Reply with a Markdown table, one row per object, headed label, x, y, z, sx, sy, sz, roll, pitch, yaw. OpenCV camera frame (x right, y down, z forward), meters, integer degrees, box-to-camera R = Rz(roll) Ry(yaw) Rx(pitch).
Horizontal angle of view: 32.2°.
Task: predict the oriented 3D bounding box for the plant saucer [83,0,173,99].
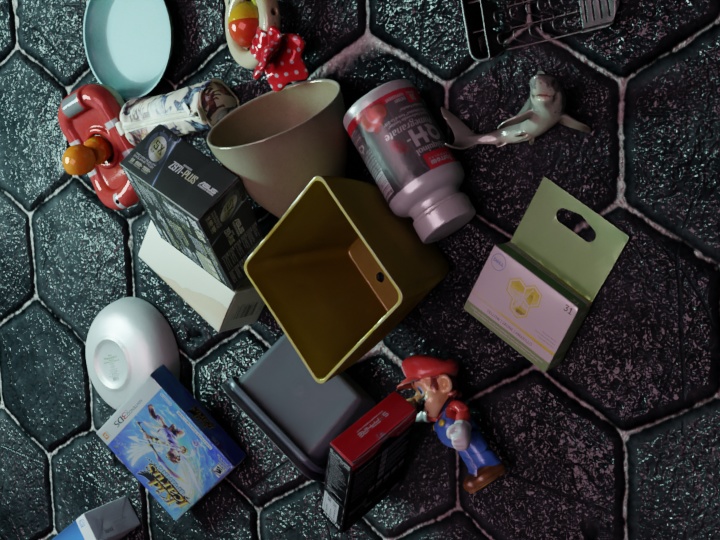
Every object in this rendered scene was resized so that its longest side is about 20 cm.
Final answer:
| label | x | y | z | sx | sy | sz | roll | pitch | yaw |
| --- | --- | --- | --- | --- | --- | --- | --- | --- | --- |
| plant saucer | -0.359 | -0.373 | 1.975 | 0.198 | 0.036 | 0.203 | 8 | 104 | 35 |

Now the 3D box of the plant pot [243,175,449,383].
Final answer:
| label | x | y | z | sx | sy | sz | roll | pitch | yaw |
| --- | --- | --- | --- | --- | --- | --- | --- | --- | --- |
| plant pot | 0.000 | 0.000 | 1.678 | 0.200 | 0.175 | 0.201 | -47 | 70 | 36 |

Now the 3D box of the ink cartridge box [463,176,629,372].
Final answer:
| label | x | y | z | sx | sy | sz | roll | pitch | yaw |
| --- | --- | --- | --- | --- | --- | --- | --- | --- | --- |
| ink cartridge box | 0.233 | 0.005 | 1.590 | 0.145 | 0.048 | 0.202 | 39 | 121 | 26 |

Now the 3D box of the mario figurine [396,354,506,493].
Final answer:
| label | x | y | z | sx | sy | sz | roll | pitch | yaw |
| --- | --- | --- | --- | --- | --- | --- | --- | --- | --- |
| mario figurine | 0.107 | 0.209 | 1.685 | 0.123 | 0.106 | 0.201 | -39 | 76 | 37 |

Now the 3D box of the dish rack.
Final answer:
| label | x | y | z | sx | sy | sz | roll | pitch | yaw |
| --- | --- | --- | --- | --- | --- | --- | --- | --- | --- |
| dish rack | 0.218 | -0.351 | 1.532 | 0.198 | 0.054 | 0.155 | -7 | 94 | 37 |

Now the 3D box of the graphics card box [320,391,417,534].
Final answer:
| label | x | y | z | sx | sy | sz | roll | pitch | yaw |
| --- | --- | --- | --- | --- | --- | --- | --- | --- | --- |
| graphics card box | 0.010 | 0.265 | 1.706 | 0.051 | 0.125 | 0.201 | 40 | 149 | 24 |

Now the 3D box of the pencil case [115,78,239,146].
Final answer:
| label | x | y | z | sx | sy | sz | roll | pitch | yaw |
| --- | --- | --- | --- | --- | --- | --- | --- | --- | --- |
| pencil case | -0.282 | -0.238 | 1.908 | 0.198 | 0.089 | 0.079 | -7 | 95 | 38 |

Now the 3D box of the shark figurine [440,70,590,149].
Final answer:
| label | x | y | z | sx | sy | sz | roll | pitch | yaw |
| --- | --- | --- | --- | --- | --- | --- | --- | --- | --- |
| shark figurine | 0.204 | -0.206 | 1.572 | 0.214 | 0.127 | 0.091 | -24 | 57 | 54 |

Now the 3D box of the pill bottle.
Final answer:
| label | x | y | z | sx | sy | sz | roll | pitch | yaw |
| --- | --- | --- | --- | --- | --- | --- | --- | --- | --- |
| pill bottle | 0.069 | -0.141 | 1.646 | 0.110 | 0.110 | 0.201 | -38 | 76 | 35 |

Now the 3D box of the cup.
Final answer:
| label | x | y | z | sx | sy | sz | roll | pitch | yaw |
| --- | --- | --- | --- | --- | --- | --- | --- | --- | --- |
| cup | -0.096 | -0.156 | 1.737 | 0.198 | 0.200 | 0.144 | -2 | 121 | 37 |

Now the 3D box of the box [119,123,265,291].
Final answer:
| label | x | y | z | sx | sy | sz | roll | pitch | yaw |
| --- | --- | --- | --- | --- | --- | --- | --- | --- | --- |
| box | -0.232 | -0.088 | 1.777 | 0.163 | 0.086 | 0.201 | 34 | 161 | 26 |

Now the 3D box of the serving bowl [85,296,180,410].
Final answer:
| label | x | y | z | sx | sy | sz | roll | pitch | yaw |
| --- | --- | --- | --- | --- | --- | --- | --- | --- | --- |
| serving bowl | -0.391 | 0.149 | 2.073 | 0.198 | 0.066 | 0.203 | 8 | 104 | 36 |

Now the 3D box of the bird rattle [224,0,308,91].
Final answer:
| label | x | y | z | sx | sy | sz | roll | pitch | yaw |
| --- | --- | --- | --- | --- | --- | --- | --- | --- | --- |
| bird rattle | -0.141 | -0.354 | 1.793 | 0.162 | 0.112 | 0.202 | -10 | 95 | 58 |

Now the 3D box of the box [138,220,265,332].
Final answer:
| label | x | y | z | sx | sy | sz | roll | pitch | yaw |
| --- | --- | --- | --- | --- | --- | --- | --- | --- | --- |
| box | -0.239 | -0.002 | 1.914 | 0.200 | 0.094 | 0.078 | 41 | 120 | 26 |

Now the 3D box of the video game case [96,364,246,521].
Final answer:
| label | x | y | z | sx | sy | sz | roll | pitch | yaw |
| --- | --- | --- | --- | --- | --- | --- | --- | --- | --- |
| video game case | -0.308 | 0.280 | 2.013 | 0.200 | 0.045 | 0.181 | 47 | 125 | 1 |

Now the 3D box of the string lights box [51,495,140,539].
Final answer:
| label | x | y | z | sx | sy | sz | roll | pitch | yaw |
| --- | --- | --- | --- | --- | --- | --- | --- | --- | --- |
| string lights box | -0.483 | 0.474 | 2.176 | 0.200 | 0.102 | 0.059 | -39 | 76 | 34 |

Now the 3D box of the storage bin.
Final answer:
| label | x | y | z | sx | sy | sz | roll | pitch | yaw |
| --- | --- | --- | --- | --- | --- | --- | --- | --- | --- |
| storage bin | -0.075 | 0.190 | 1.812 | 0.135 | 0.145 | 0.200 | -48 | 67 | 3 |

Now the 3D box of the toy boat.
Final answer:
| label | x | y | z | sx | sy | sz | roll | pitch | yaw |
| --- | --- | --- | --- | --- | --- | --- | --- | --- | --- |
| toy boat | -0.419 | -0.186 | 1.978 | 0.130 | 0.131 | 0.201 | -21 | 104 | 39 |
